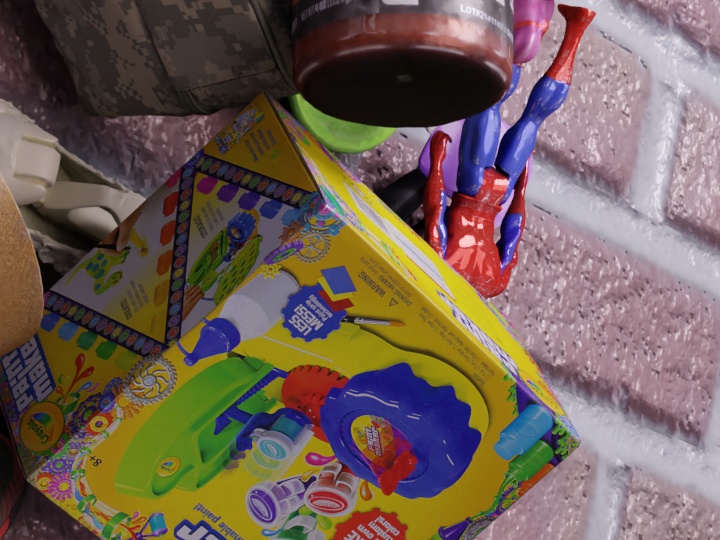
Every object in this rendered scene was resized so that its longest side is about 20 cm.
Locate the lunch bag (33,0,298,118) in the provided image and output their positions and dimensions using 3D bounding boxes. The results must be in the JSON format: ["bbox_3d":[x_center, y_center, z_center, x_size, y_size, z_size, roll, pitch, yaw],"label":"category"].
[{"bbox_3d":[-0.106,-0.178,1.492,0.200,0.167,0.139,65,33,-21],"label":"lunch bag"}]

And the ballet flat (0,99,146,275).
[{"bbox_3d":[-0.155,-0.042,1.507,0.200,0.072,0.072,30,67,-38],"label":"ballet flat"}]

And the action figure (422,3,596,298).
[{"bbox_3d":[0.071,-0.055,1.655,0.065,0.052,0.201,18,90,-30],"label":"action figure"}]

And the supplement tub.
[{"bbox_3d":[0.020,-0.176,1.432,0.107,0.107,0.201,18,64,-41],"label":"supplement tub"}]

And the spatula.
[{"bbox_3d":[0.024,-0.102,1.657,0.200,0.021,0.057,43,74,-32],"label":"spatula"}]

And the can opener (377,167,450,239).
[{"bbox_3d":[0.000,0.000,1.657,0.200,0.078,0.064,-36,120,-53],"label":"can opener"}]

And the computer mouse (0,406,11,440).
[{"bbox_3d":[-0.099,0.049,1.532,0.200,0.046,0.141,-36,124,-2],"label":"computer mouse"}]

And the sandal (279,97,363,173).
[{"bbox_3d":[-0.006,-0.119,1.674,0.076,0.043,0.200,44,70,-31],"label":"sandal"}]

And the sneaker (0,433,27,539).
[{"bbox_3d":[-0.228,0.113,1.398,0.200,0.098,0.071,-23,63,-42],"label":"sneaker"}]

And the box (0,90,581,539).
[{"bbox_3d":[-0.038,0.061,1.455,0.193,0.122,0.200,-42,123,9],"label":"box"}]

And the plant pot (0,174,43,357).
[{"bbox_3d":[-0.275,0.013,1.327,0.200,0.186,0.187,-39,114,-27],"label":"plant pot"}]

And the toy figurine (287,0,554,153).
[{"bbox_3d":[0.054,-0.156,1.548,0.150,0.184,0.201,14,86,-35],"label":"toy figurine"}]
